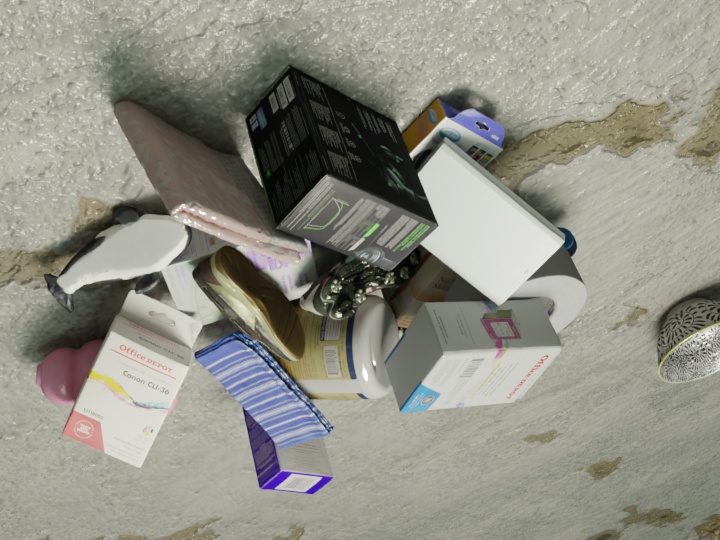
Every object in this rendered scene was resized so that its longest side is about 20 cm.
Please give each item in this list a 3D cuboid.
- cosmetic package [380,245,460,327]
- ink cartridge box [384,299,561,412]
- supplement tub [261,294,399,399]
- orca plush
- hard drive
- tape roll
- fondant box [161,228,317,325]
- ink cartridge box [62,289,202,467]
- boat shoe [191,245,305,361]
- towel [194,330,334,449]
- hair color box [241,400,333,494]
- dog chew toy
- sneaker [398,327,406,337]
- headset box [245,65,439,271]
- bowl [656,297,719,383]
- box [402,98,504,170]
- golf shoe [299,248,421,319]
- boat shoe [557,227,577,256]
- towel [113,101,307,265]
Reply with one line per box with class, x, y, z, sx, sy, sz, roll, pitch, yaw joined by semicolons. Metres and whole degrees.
cosmetic package;0.124;-0.008;1.386;0.102;0.088;0.201;7;137;-33
ink cartridge box;0.152;0.116;1.298;0.196;0.086;0.145;1;142;-28
supplement tub;-0.055;0.111;1.369;0.196;0.147;0.145;-3;150;23
orca plush;-0.293;-0.012;1.204;0.199;0.106;0.071;-39;176;9
hard drive;0.144;-0.059;1.220;0.199;0.026;0.132;37;123;-9
tape roll;0.223;0.044;1.373;0.196;0.067;0.202;-15;146;-10
fondant box;-0.161;-0.007;1.282;0.196;0.059;0.145;-17;144;-6
ink cartridge box;-0.299;0.142;1.264;0.115;0.068;0.203;25;102;-13
boat shoe;-0.143;0.048;1.248;0.064;0.074;0.201;-18;126;26
towel;-0.140;0.173;1.346;0.201;0.024;0.144;49;141;-13
hair color box;-0.122;0.245;1.505;0.108;0.203;0.065;18;133;-40
dog chew toy;-0.358;0.153;1.354;0.196;0.126;0.126;5;139;-17
sneaker;0.054;0.102;1.508;0.196;0.077;0.088;-17;145;-4
headset box;-0.017;-0.113;1.110;0.198;0.176;0.093;19;130;-42
bowl;0.626;0.115;1.773;0.196;0.095;0.203;-12;143;-9
box;0.093;-0.140;1.243;0.118;0.042;0.200;19;127;-41
golf shoe;0.000;0.000;1.309;0.198;0.079;0.087;-29;-166;-38
boat shoe;0.242;-0.005;1.461;0.197;0.085;0.069;-21;130;27
towel;-0.164;-0.096;1.046;0.189;0.201;0.032;23;112;-45
